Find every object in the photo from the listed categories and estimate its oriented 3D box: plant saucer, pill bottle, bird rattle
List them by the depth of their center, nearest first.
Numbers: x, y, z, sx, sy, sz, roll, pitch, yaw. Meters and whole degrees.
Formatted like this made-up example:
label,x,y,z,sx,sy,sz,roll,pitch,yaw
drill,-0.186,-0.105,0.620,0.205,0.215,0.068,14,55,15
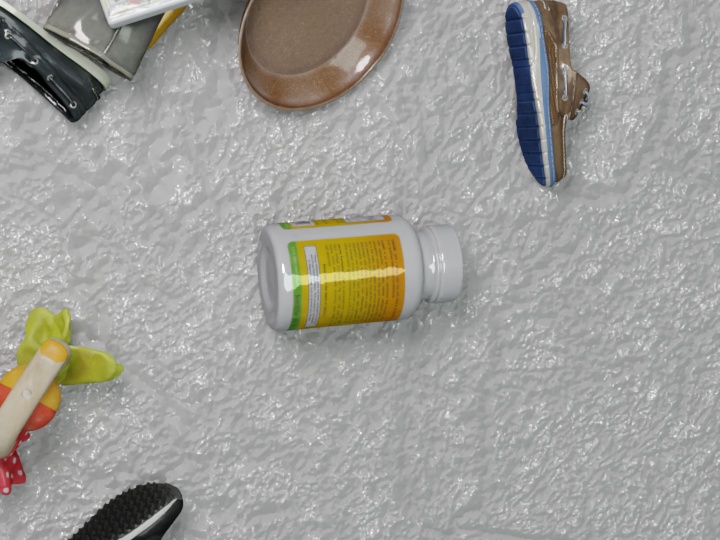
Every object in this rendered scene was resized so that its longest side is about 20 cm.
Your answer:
label,x,y,z,sx,sy,sz,roll,pitch,yaw
bird rattle,-0.336,0.128,1.616,0.113,0.163,0.200,41,77,0
plant saucer,-0.046,-0.256,1.650,0.200,0.037,0.201,-25,137,-26
pill bottle,0.000,0.000,1.706,0.199,0.111,0.112,-5,101,-15

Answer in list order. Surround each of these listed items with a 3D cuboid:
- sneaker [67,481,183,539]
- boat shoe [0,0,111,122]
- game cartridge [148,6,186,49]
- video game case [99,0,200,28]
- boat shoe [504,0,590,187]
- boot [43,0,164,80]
label,x,y,z,sx,sy,sz,roll,pitch,yaw
sneaker,-0.256,0.307,1.717,0.200,0.070,0.090,-39,122,-6
boat shoe,-0.340,-0.212,1.592,0.199,0.074,0.066,35,77,-28
game cartridge,-0.211,-0.351,1.627,0.176,0.032,0.200,42,87,-18
video game case,-0.170,-0.344,1.548,0.199,0.023,0.183,-19,85,-6
boat shoe,0.207,-0.190,1.754,0.072,0.072,0.201,-11,102,-15
boot,-0.184,-0.276,1.583,0.181,0.073,0.201,24,76,-6
